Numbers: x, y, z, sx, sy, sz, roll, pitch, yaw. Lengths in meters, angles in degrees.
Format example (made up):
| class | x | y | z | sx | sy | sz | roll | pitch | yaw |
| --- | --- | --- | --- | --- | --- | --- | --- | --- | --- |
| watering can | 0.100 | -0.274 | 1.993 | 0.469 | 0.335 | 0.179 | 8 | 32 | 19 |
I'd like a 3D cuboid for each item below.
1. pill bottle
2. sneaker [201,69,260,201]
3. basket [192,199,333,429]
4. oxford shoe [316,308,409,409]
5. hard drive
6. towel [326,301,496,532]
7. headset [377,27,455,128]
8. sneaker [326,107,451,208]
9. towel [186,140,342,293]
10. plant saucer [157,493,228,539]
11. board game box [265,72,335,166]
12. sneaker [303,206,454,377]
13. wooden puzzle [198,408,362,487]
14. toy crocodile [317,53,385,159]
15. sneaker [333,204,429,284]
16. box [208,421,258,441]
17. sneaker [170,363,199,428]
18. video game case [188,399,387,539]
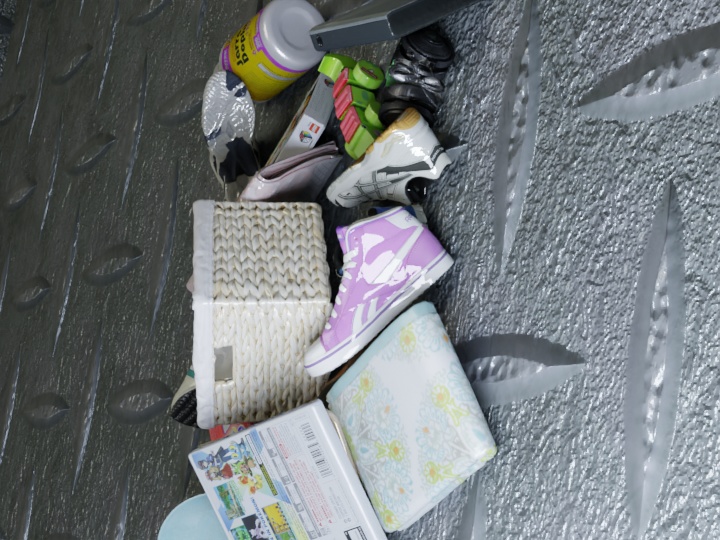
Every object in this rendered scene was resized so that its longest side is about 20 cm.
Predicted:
| class | x | y | z | sx | sy | sz | roll | pitch | yaw |
| --- | --- | --- | --- | --- | --- | --- | --- | --- | --- |
| pill bottle | -0.132 | -0.298 | 1.987 | 0.199 | 0.103 | 0.106 | -27 | 55 | 55 |
| sneaker | -0.186 | -0.191 | 2.018 | 0.130 | 0.079 | 0.202 | -133 | 24 | -67 |
| basket | -0.119 | 0.047 | 1.672 | 0.201 | 0.158 | 0.200 | -100 | 11 | -51 |
| oxford shoe | 0.019 | 0.110 | 1.579 | 0.200 | 0.071 | 0.072 | -44 | 16 | 40 |
| hard drive | 0.043 | -0.295 | 1.638 | 0.199 | 0.138 | 0.033 | 8 | 122 | 62 |
| towel | 0.050 | 0.154 | 1.461 | 0.200 | 0.048 | 0.173 | -49 | 59 | 44 |
| headset | 0.052 | -0.219 | 1.620 | 0.200 | 0.093 | 0.125 | -139 | 65 | -72 |
| sneaker | 0.031 | -0.101 | 1.614 | 0.076 | 0.088 | 0.200 | -46 | 4 | -31 |
| towel | -0.119 | -0.066 | 1.803 | 0.032 | 0.190 | 0.201 | 43 | 124 | 13 |
| plant saucer | -0.136 | 0.328 | 1.649 | 0.202 | 0.199 | 0.039 | -58 | 5 | 29 |
| board game box | -0.092 | -0.154 | 1.875 | 0.201 | 0.034 | 0.127 | -55 | 10 | 34 |
| sneaker | -0.008 | 0.015 | 1.535 | 0.200 | 0.114 | 0.073 | -43 | 5 | 2 |
| wooden puzzle | -0.067 | 0.257 | 1.537 | 0.183 | 0.037 | 0.202 | -19 | 96 | 31 |
| toy crocodile | -0.005 | -0.198 | 1.749 | 0.068 | 0.061 | 0.202 | -54 | 36 | 36 |
| sneaker | 0.000 | 0.000 | 1.620 | 0.201 | 0.088 | 0.079 | -63 | 30 | 34 |
| box | -0.114 | 0.216 | 1.731 | 0.103 | 0.094 | 0.201 | -58 | 33 | 31 |
| sneaker | -0.199 | 0.136 | 1.974 | 0.200 | 0.070 | 0.094 | -54 | 17 | 40 |
| video game case | -0.071 | 0.255 | 1.505 | 0.181 | 0.022 | 0.202 | -24 | 94 | 31 |
